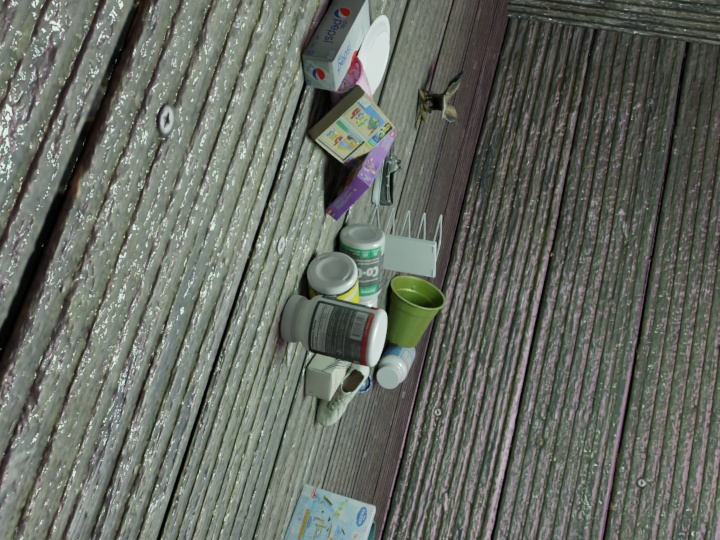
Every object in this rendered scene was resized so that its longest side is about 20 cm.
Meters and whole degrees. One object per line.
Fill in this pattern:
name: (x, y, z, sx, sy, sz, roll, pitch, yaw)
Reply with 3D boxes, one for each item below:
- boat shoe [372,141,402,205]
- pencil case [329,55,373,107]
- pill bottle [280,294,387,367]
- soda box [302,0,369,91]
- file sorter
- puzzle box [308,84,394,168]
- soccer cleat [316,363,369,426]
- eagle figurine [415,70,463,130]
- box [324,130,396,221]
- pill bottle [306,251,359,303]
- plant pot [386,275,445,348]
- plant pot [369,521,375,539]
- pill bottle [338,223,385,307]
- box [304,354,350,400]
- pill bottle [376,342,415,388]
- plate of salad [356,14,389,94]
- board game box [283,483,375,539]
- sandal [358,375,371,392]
boat shoe: (0.079, -0.271, 1.927, 0.070, 0.065, 0.205, -18, 119, -74)
pencil case: (-0.019, -0.342, 1.436, 0.200, 0.085, 0.089, 68, 37, -70)
pill bottle: (-0.053, 0.115, 1.448, 0.116, 0.195, 0.119, 12, 90, -75)
soda box: (-0.042, -0.421, 1.321, 0.069, 0.062, 0.203, 84, 22, -52)
file sorter: (0.121, -0.087, 1.994, 0.140, 0.195, 0.126, 84, 19, -52)
puzzle box: (-0.013, -0.279, 1.433, 0.132, 0.026, 0.199, -40, 161, 11)
soccer cleat: (-0.049, 0.310, 1.804, 0.202, 0.069, 0.078, -54, 177, 10)
eagle figurine: (0.264, -0.540, 2.287, 0.152, 0.197, 0.154, -41, -112, 57)
box: (0.002, -0.216, 1.581, 0.137, 0.039, 0.202, -42, -163, 45)
pill bottle: (-0.056, 0.067, 1.579, 0.203, 0.109, 0.113, 86, 21, -47)
plant pot: (0.165, 0.151, 2.451, 0.193, 0.197, 0.200, -69, 171, 27)
plant pot: (-0.061, 0.804, 2.082, 0.200, 0.157, 0.206, 12, 90, -76)
pill bottle: (0.000, 0.000, 1.744, 0.113, 0.110, 0.204, -56, 154, -56)
box: (-0.068, 0.221, 1.751, 0.201, 0.067, 0.084, -56, 156, -58)
pill bottle: (0.121, 0.327, 2.522, 0.200, 0.106, 0.111, -50, 149, -62)
plate of salad: (0.014, -0.450, 1.559, 0.202, 0.047, 0.202, 90, 26, -58)
board game box: (-0.083, 0.658, 1.793, 0.042, 0.195, 0.203, 85, 23, -52)
sandal: (-0.024, 0.296, 1.961, 0.200, 0.085, 0.081, 14, 90, -75)
